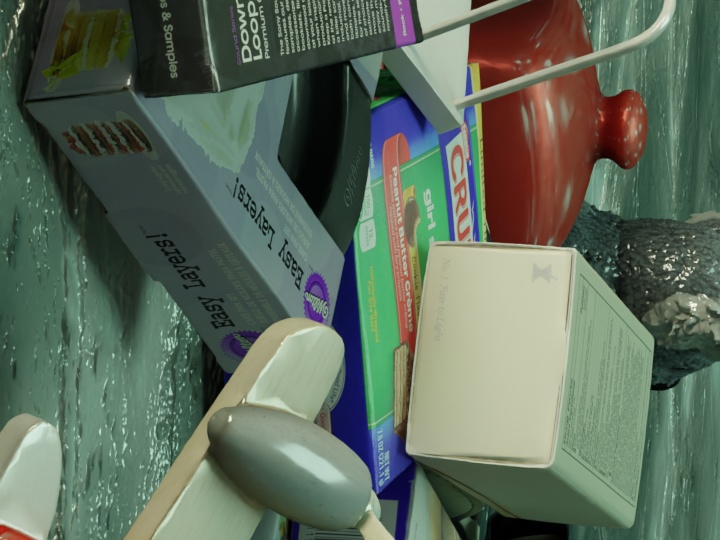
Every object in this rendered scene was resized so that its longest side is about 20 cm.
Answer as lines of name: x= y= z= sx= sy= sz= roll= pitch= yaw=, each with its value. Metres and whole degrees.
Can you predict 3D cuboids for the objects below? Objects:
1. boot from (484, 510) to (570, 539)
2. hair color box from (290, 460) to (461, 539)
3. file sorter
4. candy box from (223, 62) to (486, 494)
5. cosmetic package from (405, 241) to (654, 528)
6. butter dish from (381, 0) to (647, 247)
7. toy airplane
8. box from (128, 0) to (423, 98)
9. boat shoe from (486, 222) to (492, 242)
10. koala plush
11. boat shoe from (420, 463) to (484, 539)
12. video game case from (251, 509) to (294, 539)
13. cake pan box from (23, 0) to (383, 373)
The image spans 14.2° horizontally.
boot: x=0.078 y=0.181 z=1.465 sx=0.200 sy=0.074 sz=0.098 roll=-47 pitch=127 yaw=-81
hair color box: x=0.013 y=0.174 z=1.441 sx=0.200 sy=0.064 sz=0.110 roll=65 pitch=29 yaw=-66
file sorter: x=0.043 y=-0.191 z=1.282 sx=0.200 sy=0.124 sz=0.139 roll=49 pitch=33 yaw=-39
candy box: x=0.000 y=0.000 z=1.352 sx=0.200 sy=0.077 sz=0.170 roll=-35 pitch=123 yaw=-69
cosmetic package: x=0.085 y=0.058 z=1.381 sx=0.200 sy=0.073 sz=0.104 roll=40 pitch=56 yaw=-68
butter dish: x=0.086 y=-0.081 z=1.599 sx=0.200 sy=0.147 sz=0.200 roll=-63 pitch=152 yaw=-60
toy airplane: x=-0.070 y=0.134 z=0.977 sx=0.199 sy=0.141 sz=0.201 roll=-33 pitch=141 yaw=-51
box: x=-0.036 y=-0.146 z=1.088 sx=0.200 sy=0.036 sz=0.144 roll=-23 pitch=106 yaw=-67
boat shoe: x=0.045 y=0.015 z=1.520 sx=0.060 sy=0.074 sz=0.201 roll=-111 pitch=178 yaw=-53
koala plush: x=0.161 y=0.013 z=1.824 sx=0.177 sy=0.199 sz=0.185 roll=-60 pitch=149 yaw=-63
boat shoe: x=0.032 y=0.100 z=1.499 sx=0.201 sy=0.071 sz=0.061 roll=77 pitch=20 yaw=-75
video game case: x=-0.028 y=0.124 z=1.431 sx=0.144 sy=0.018 sz=0.201 roll=75 pitch=21 yaw=-53
cake pan box: x=-0.053 y=-0.084 z=1.141 sx=0.200 sy=0.052 sz=0.185 roll=58 pitch=38 yaw=-49
